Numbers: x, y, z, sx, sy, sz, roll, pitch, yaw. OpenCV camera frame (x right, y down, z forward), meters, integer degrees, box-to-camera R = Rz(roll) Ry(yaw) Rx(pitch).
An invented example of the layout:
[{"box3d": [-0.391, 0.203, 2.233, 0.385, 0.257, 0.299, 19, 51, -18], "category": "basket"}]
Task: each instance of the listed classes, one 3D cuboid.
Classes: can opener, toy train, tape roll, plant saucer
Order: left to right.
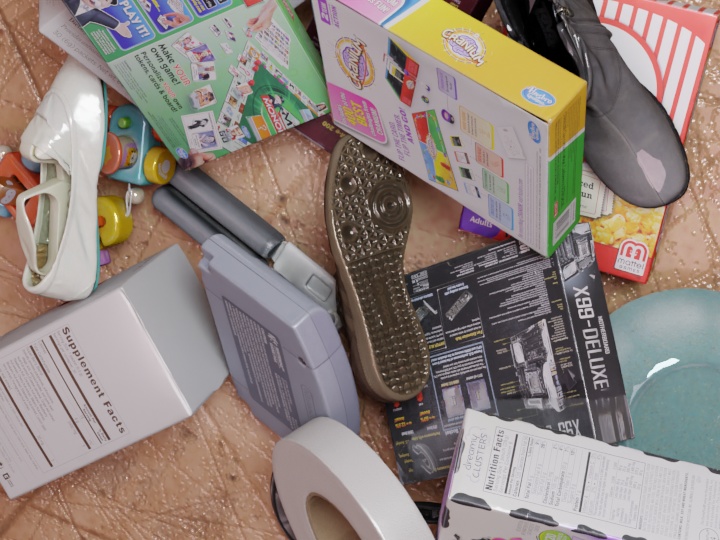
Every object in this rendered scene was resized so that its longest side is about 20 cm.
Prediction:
[{"box3d": [-0.240, -0.087, 1.169, 0.200, 0.055, 0.151, -45, 76, 27], "category": "toy train"}, {"box3d": [-0.090, -0.015, 1.151, 0.200, 0.066, 0.053, 41, 111, 12], "category": "can opener"}, {"box3d": [0.002, 0.207, 1.061, 0.203, 0.037, 0.204, 46, 153, 31], "category": "tape roll"}, {"box3d": [0.243, 0.116, 1.041, 0.198, 0.039, 0.204, 0, 98, -2], "category": "plant saucer"}]

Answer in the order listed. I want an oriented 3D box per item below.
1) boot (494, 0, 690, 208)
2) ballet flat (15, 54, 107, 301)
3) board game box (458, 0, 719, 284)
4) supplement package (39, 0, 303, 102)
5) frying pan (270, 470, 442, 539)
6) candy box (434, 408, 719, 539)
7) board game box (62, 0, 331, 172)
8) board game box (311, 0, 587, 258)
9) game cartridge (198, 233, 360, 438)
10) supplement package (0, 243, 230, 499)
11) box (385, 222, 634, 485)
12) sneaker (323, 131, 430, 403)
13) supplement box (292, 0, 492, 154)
[{"box3d": [0.150, -0.119, 0.952, 0.069, 0.132, 0.201, -34, 91, 21], "category": "boot"}, {"box3d": [-0.235, -0.072, 1.095, 0.068, 0.069, 0.203, 9, 104, 17], "category": "ballet flat"}, {"box3d": [0.168, -0.109, 1.045, 0.150, 0.046, 0.203, 16, 107, 15], "category": "board game box"}, {"box3d": [-0.128, -0.237, 1.046, 0.199, 0.121, 0.121, -33, 135, 23], "category": "supplement package"}, {"box3d": [-0.005, 0.210, 1.168, 0.189, 0.031, 0.116, 26, 119, 30], "category": "frying pan"}, {"box3d": [0.154, 0.186, 0.993, 0.197, 0.072, 0.169, 13, 148, 6], "category": "candy box"}, {"box3d": [-0.114, -0.167, 0.999, 0.133, 0.029, 0.201, -20, 135, 12], "category": "board game box"}, {"box3d": [0.058, -0.112, 0.946, 0.199, 0.154, 0.040, 34, 67, 24], "category": "board game box"}, {"box3d": [-0.058, 0.072, 1.098, 0.133, 0.040, 0.201, 39, 154, 32], "category": "game cartridge"}, {"box3d": [-0.223, 0.084, 1.183, 0.198, 0.121, 0.121, -26, 99, 22], "category": "supplement package"}, {"box3d": [0.097, 0.066, 1.050, 0.199, 0.049, 0.160, -21, 78, 44], "category": "box"}, {"box3d": [0.000, 0.000, 1.058, 0.075, 0.070, 0.203, 163, 100, -65], "category": "sneaker"}, {"box3d": [0.024, -0.181, 1.070, 0.108, 0.061, 0.201, 34, 111, 8], "category": "supplement box"}]
